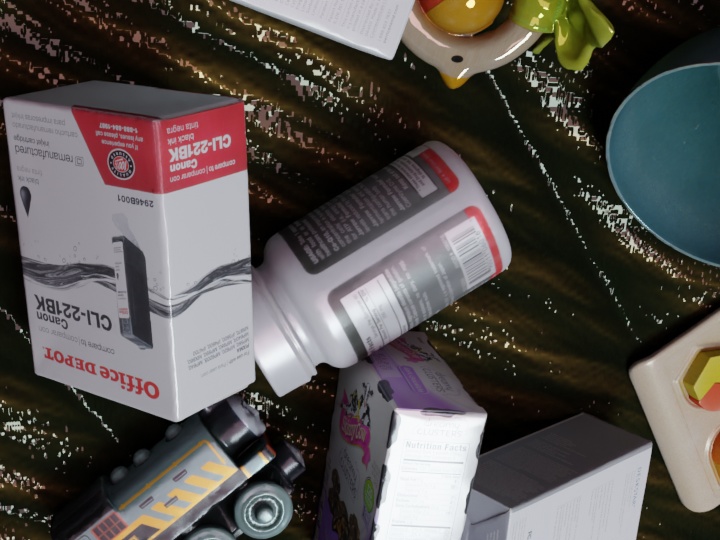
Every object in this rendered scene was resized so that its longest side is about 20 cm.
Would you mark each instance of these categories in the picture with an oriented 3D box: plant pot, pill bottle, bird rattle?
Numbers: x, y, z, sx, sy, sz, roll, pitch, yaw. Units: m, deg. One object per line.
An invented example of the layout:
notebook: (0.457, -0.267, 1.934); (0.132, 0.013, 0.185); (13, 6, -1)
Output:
plant pot: (0.309, -0.116, 0.866); (0.200, 0.200, 0.135); (53, 51, -25)
pill bottle: (0.000, 0.000, 0.825); (0.200, 0.114, 0.114); (-31, 115, -6)
bird rattle: (0.089, -0.220, 0.794); (0.163, 0.113, 0.200); (-34, 113, 13)

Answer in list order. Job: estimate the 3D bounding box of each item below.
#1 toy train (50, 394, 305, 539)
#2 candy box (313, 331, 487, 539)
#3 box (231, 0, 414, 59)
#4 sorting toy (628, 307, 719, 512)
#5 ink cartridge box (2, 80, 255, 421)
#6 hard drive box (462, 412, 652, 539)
toy train: (-0.141, 0.184, 0.862); (0.200, 0.085, 0.114); (-39, 106, -3)
candy box: (0.023, 0.165, 0.857); (0.071, 0.168, 0.200); (5, 105, -14)
box: (-0.069, -0.221, 0.722); (0.200, 0.124, 0.098); (16, 102, -23)
sorting toy: (0.362, 0.111, 1.027); (0.200, 0.036, 0.185); (-30, 115, -7)
ink cartridge box: (-0.151, -0.016, 0.744); (0.084, 0.144, 0.200); (-26, 121, -50)
hard drive box: (0.149, 0.223, 0.927); (0.200, 0.077, 0.156); (-11, 113, -43)
